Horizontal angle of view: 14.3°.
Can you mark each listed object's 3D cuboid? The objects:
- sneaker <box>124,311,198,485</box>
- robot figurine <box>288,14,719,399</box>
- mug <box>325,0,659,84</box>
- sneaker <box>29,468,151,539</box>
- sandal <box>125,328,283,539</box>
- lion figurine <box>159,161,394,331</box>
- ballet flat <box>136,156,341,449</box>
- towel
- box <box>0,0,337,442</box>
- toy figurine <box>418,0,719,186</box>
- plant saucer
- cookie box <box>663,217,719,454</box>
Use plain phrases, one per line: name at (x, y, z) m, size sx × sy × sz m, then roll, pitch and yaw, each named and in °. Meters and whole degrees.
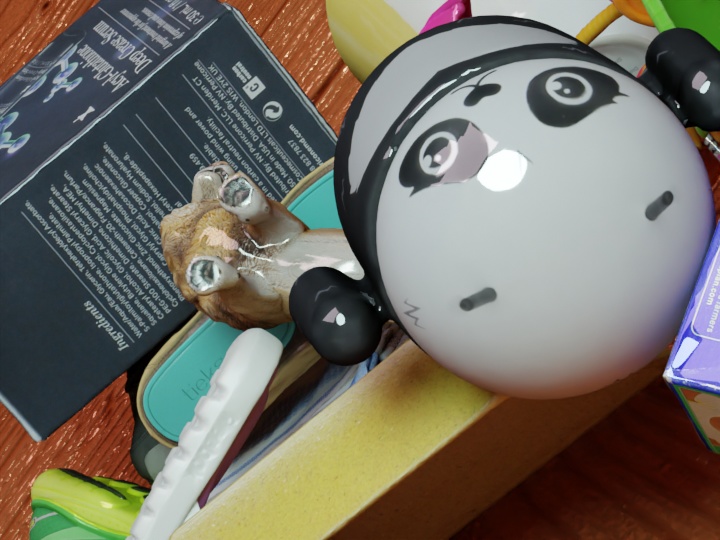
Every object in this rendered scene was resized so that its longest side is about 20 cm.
sneaker at (-0.100, 0.037, 1.444) m, size 0.075 × 0.079 × 0.200 m, roll -44°, pitch 17°, yaw 22°
robot figurine at (0.055, -0.028, 1.037) m, size 0.200 × 0.125 × 0.151 m, roll -121°, pitch 49°, yaw -75°
mug at (0.077, -0.091, 1.344) m, size 0.153 × 0.149 × 0.187 m, roll -126°, pitch 37°, yaw -51°
sneaker at (-0.101, 0.157, 1.373) m, size 0.200 × 0.074 × 0.084 m, roll 24°, pitch 103°, yaw 57°
sandal at (-0.076, 0.121, 1.217) m, size 0.203 × 0.050 × 0.082 m, roll -62°, pitch 2°, yaw 15°
lion figurine at (0.000, 0.000, 1.214) m, size 0.200 × 0.122 × 0.073 m, roll 14°, pitch 82°, yaw 17°
ballet flat at (-0.024, 0.005, 1.317) m, size 0.200 × 0.069 × 0.063 m, roll -41°, pitch -8°, yaw 16°
towel at (-0.028, 0.066, 1.332) m, size 0.147 × 0.024 × 0.200 m, roll -43°, pitch 8°, yaw 18°
box at (-0.125, -0.038, 1.373) m, size 0.200 × 0.107 × 0.148 m, roll -41°, pitch 23°, yaw -4°
toy figurine at (0.107, -0.077, 1.194) m, size 0.184 × 0.200 × 0.150 m, roll -27°, pitch 34°, yaw 40°
plant saucer at (0.014, 0.081, 1.172) m, size 0.200 × 0.200 × 0.048 m, roll -40°, pitch 75°, yaw 20°
cookie box at (0.226, -0.002, 0.959) m, size 0.200 × 0.075 × 0.171 m, roll 14°, pitch 73°, yaw 27°
